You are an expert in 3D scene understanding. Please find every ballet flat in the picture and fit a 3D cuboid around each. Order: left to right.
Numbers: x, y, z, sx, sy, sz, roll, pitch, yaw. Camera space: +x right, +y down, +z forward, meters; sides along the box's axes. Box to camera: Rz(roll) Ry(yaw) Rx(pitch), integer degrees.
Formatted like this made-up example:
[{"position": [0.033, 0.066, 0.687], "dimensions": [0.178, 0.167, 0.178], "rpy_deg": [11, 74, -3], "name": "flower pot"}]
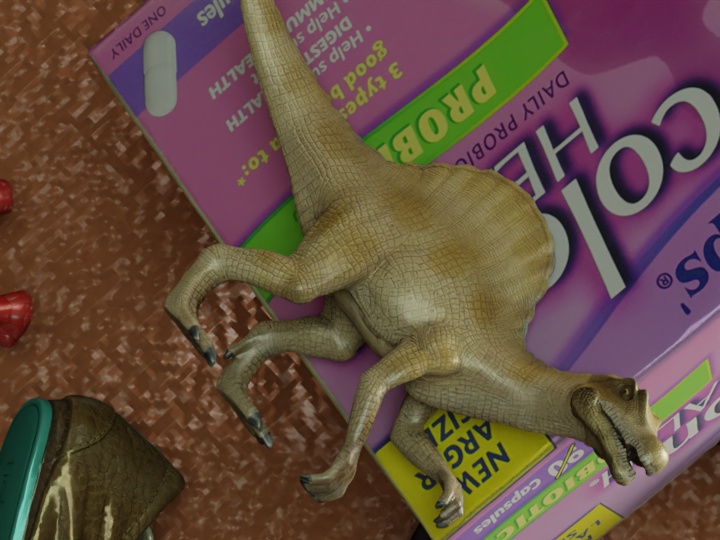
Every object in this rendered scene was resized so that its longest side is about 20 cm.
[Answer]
[{"position": [-0.106, 0.140, 0.783], "dimensions": [0.072, 0.068, 0.201], "rpy_deg": [25, 76, -20], "name": "ballet flat"}]

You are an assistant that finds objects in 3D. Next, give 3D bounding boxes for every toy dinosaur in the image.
[{"position": [0.000, 0.000, 0.681], "dimensions": [0.101, 0.058, 0.200], "rpy_deg": [-37, 71, -8], "name": "toy dinosaur"}]

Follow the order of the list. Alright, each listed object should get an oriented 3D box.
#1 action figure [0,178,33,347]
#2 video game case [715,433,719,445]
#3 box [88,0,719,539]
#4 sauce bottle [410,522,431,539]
[{"position": [-0.217, 0.015, 0.791], "dimensions": [0.199, 0.099, 0.066], "rpy_deg": [-6, 79, -28], "name": "action figure"}, {"position": [0.098, -0.031, 0.789], "dimensions": [0.200, 0.019, 0.143], "rpy_deg": [25, 85, 28], "name": "video game case"}, {"position": [0.049, -0.039, 0.745], "dimensions": [0.176, 0.097, 0.200], "rpy_deg": [-39, 66, 7], "name": "box"}, {"position": [0.033, 0.130, 0.790], "dimensions": [0.066, 0.066, 0.201], "rpy_deg": [11, 79, -3], "name": "sauce bottle"}]
